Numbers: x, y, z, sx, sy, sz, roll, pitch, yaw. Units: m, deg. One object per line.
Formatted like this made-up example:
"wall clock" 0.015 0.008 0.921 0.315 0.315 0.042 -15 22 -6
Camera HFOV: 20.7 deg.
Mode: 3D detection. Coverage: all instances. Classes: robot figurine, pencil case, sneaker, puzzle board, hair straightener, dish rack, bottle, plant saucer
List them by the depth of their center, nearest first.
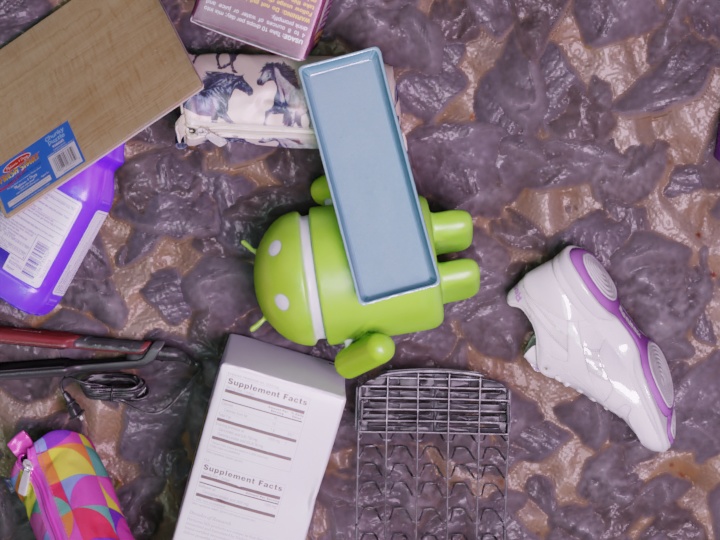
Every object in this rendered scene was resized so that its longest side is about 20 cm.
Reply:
"plant saucer" 0.007 -0.076 1.603 0.069 0.019 0.202 -14 85 -2
"puzzle board" -0.238 -0.152 1.648 0.199 0.017 0.151 -33 61 8
"pencil case" -0.058 -0.137 1.654 0.198 0.078 0.090 3 57 -1
"robot figurine" 0.000 0.000 1.666 0.198 0.116 0.177 -8 78 1
"bottle" -0.254 -0.064 1.677 0.083 0.065 0.201 30 94 19
"pencil case" -0.239 0.229 1.684 0.088 0.088 0.201 -38 54 8
"sneaker" 0.203 0.076 1.714 0.099 0.075 0.201 -28 100 25
"hair straightener" -0.238 0.092 1.733 0.198 0.041 0.078 3 102 -4
"dish rack" 0.062 0.183 1.736 0.152 0.055 0.202 1 100 -1

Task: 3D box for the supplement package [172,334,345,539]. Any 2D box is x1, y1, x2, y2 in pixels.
"supplement package" -0.090 0.174 1.697 0.109 0.114 0.202 16 100 -3

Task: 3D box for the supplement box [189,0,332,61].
"supplement box" -0.055 -0.284 1.603 0.102 0.131 0.202 19 100 -2

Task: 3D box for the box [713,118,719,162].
"box" 0.408 -0.149 1.670 0.198 0.039 0.138 6 102 -1
